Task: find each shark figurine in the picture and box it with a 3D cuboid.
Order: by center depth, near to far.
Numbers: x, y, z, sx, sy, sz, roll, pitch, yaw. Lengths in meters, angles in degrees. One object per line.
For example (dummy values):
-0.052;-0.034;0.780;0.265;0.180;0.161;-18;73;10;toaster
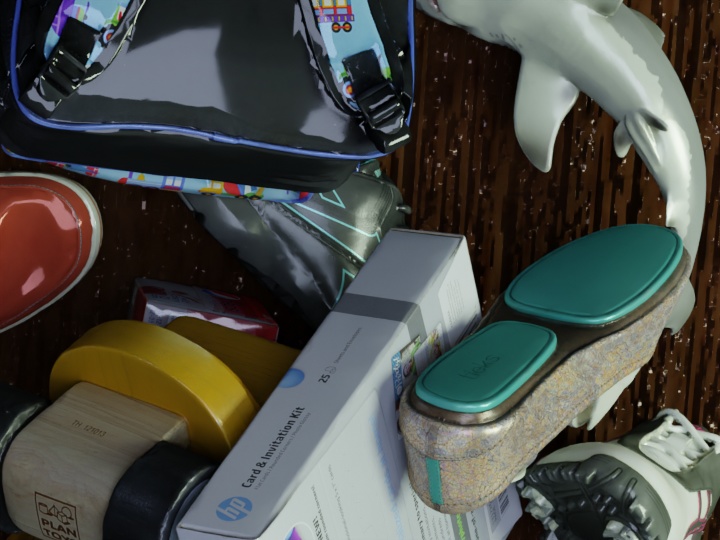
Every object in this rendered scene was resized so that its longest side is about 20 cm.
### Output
0.125;-0.075;1.333;0.128;0.089;0.215;-28;97;30;shark figurine

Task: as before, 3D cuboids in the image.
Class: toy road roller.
-0.077;0.111;1.229;0.146;0.122;0.201;-42;138;-41;toy road roller

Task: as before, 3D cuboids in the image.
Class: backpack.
-0.066;-0.142;1.226;0.181;0.135;0.202;5;80;-13;backpack

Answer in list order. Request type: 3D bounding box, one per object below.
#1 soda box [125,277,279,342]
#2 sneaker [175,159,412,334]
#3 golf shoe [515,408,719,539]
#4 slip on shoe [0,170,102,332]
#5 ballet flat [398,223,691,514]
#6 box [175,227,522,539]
-0.090;0.109;1.324;0.063;0.070;0.201;10;98;-11;soda box
0.000;0.000;1.320;0.079;0.075;0.200;-43;105;-3;sneaker
0.123;0.094;1.309;0.077;0.200;0.088;36;83;12;golf shoe
-0.208;0.008;1.289;0.199;0.061;0.075;-15;101;-9;slip on shoe
0.077;0.043;1.242;0.200;0.068;0.068;-32;131;-46;ballet flat
0.002;0.103;1.212;0.041;0.200;0.157;5;129;26;box
